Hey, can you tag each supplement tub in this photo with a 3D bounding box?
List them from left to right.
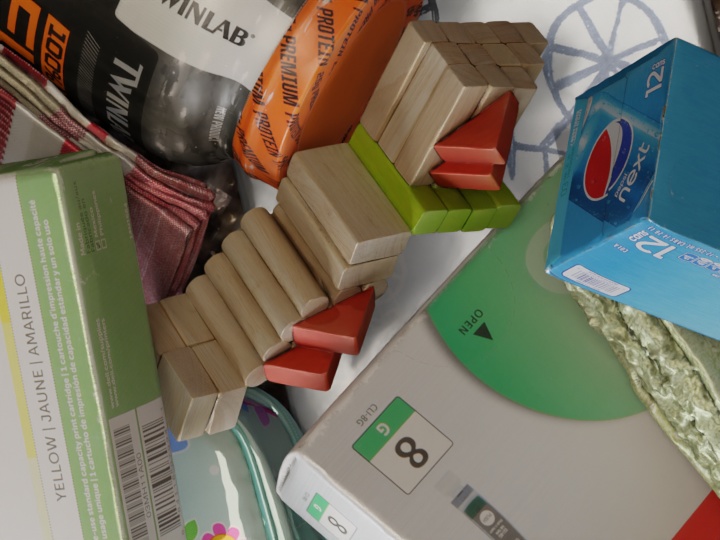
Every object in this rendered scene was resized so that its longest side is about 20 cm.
[{"bbox_3d":[-0.084,-0.120,0.994,0.200,0.122,0.123,32,97,13],"label":"supplement tub"}]

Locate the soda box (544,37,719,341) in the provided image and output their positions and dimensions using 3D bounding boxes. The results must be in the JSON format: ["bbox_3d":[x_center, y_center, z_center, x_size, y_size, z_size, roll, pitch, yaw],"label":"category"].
[{"bbox_3d":[0.165,-0.004,0.925,0.200,0.064,0.068,21,66,-23],"label":"soda box"}]

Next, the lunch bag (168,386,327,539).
[{"bbox_3d":[-0.076,0.148,1.039,0.160,0.077,0.201,-14,92,11],"label":"lunch bag"}]

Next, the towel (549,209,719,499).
[{"bbox_3d":[0.166,0.027,0.975,0.148,0.036,0.200,-38,95,-32],"label":"towel"}]

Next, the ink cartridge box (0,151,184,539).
[{"bbox_3d":[-0.164,0.043,0.967,0.200,0.048,0.146,-7,97,27],"label":"ink cartridge box"}]

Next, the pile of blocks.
[{"bbox_3d":[0.000,0.000,0.963,0.200,0.082,0.062,-45,57,15],"label":"pile of blocks"}]

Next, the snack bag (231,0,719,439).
[{"bbox_3d":[0.047,-0.031,1.043,0.200,0.021,0.189,-14,91,11],"label":"snack bag"}]

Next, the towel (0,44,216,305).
[{"bbox_3d":[-0.146,-0.048,1.019,0.200,0.144,0.023,37,62,4],"label":"towel"}]

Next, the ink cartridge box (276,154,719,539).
[{"bbox_3d":[0.096,0.079,0.965,0.200,0.050,0.161,39,64,9],"label":"ink cartridge box"}]
